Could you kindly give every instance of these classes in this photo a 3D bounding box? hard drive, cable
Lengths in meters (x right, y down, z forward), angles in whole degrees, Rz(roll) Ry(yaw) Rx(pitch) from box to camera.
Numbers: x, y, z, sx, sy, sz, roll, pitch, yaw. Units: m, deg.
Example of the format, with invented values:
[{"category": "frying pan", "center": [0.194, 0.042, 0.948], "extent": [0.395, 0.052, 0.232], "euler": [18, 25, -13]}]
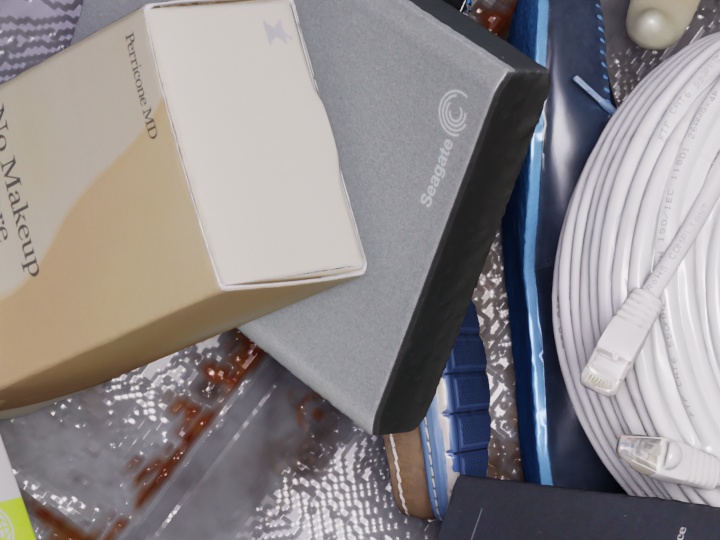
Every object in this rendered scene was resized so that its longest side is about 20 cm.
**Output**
[{"category": "hard drive", "center": [-0.029, -0.052, 1.036], "extent": [0.200, 0.033, 0.140], "euler": [36, 116, 36]}, {"category": "cable", "center": [0.163, 0.010, 1.035], "extent": [0.200, 0.069, 0.201], "euler": [31, 70, -26]}]

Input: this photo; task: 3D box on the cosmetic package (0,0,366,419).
[{"category": "cosmetic package", "center": [-0.098, -0.016, 1.031], "extent": [0.200, 0.071, 0.106], "euler": [-25, 78, 44]}]

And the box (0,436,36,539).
[{"category": "box", "center": [-0.189, 0.062, 1.038], "extent": [0.122, 0.048, 0.201], "euler": [-23, 83, 33]}]

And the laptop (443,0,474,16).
[{"category": "laptop", "center": [-0.025, -0.190, 1.036], "extent": [0.177, 0.103, 0.201], "euler": [27, 96, 43]}]

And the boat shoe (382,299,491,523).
[{"category": "boat shoe", "center": [0.000, 0.000, 1.090], "extent": [0.072, 0.072, 0.201], "euler": [-12, 80, 13]}]

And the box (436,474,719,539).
[{"category": "box", "center": [0.101, 0.158, 0.959], "extent": [0.104, 0.200, 0.149], "euler": [27, 77, -31]}]

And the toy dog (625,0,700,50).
[{"category": "toy dog", "center": [0.134, -0.190, 1.023], "extent": [0.139, 0.200, 0.194], "euler": [34, 76, 8]}]

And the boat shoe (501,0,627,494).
[{"category": "boat shoe", "center": [0.090, -0.008, 1.086], "extent": [0.068, 0.084, 0.201], "euler": [-4, 100, -5]}]
